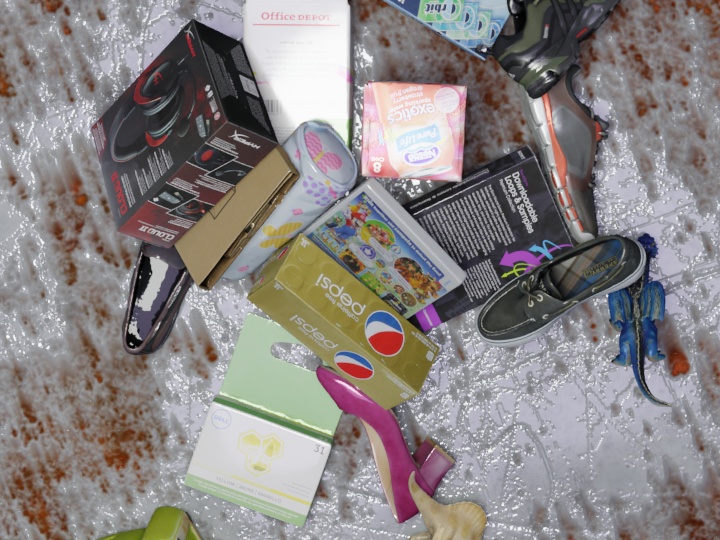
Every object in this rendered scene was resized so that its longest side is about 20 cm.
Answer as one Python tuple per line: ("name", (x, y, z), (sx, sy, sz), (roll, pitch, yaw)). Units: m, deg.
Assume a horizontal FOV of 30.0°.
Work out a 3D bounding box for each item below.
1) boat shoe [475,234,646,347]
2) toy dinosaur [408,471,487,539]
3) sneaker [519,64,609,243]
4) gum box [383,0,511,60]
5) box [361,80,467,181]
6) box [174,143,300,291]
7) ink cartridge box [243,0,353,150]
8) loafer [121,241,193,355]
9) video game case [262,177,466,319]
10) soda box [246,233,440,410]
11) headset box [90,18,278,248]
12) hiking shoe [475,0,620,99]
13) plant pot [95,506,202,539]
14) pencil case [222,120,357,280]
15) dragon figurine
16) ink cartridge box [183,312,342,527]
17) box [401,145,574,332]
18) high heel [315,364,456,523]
("boat shoe", (0.201, 0.017, 1.407), (0.200, 0.057, 0.069), (-30, 64, 20))
("toy dinosaur", (0.090, 0.291, 1.493), (0.101, 0.058, 0.200), (-45, 115, 7))
("sneaker", (0.233, -0.128, 1.435), (0.082, 0.077, 0.201), (-17, 96, -1))
("gum box", (0.111, -0.344, 1.385), (0.170, 0.045, 0.200), (23, 100, -39))
("box", (0.055, -0.143, 1.378), (0.102, 0.200, 0.095), (4, 96, 2))
("box", (-0.156, -0.102, 1.408), (0.164, 0.021, 0.200), (-50, 50, 19))
("ink cartridge box", (-0.066, -0.226, 1.443), (0.117, 0.067, 0.201), (2, 97, 4))
("loafer", (-0.216, 0.001, 1.479), (0.072, 0.063, 0.201), (18, 96, 1))
("video game case", (0.000, 0.000, 1.422), (0.143, 0.018, 0.200), (46, 136, -9))
("soda box", (-0.017, 0.055, 1.405), (0.200, 0.064, 0.068), (39, 53, -15))
("headset box", (-0.191, -0.131, 1.379), (0.200, 0.075, 0.149), (-40, 52, 27))
("hiking shoe", (0.206, -0.280, 1.396), (0.101, 0.076, 0.200), (37, 73, -2))
("plant pot", (-0.237, 0.379, 1.461), (0.181, 0.200, 0.199), (-31, 93, -1))
("pencil case", (-0.094, -0.072, 1.416), (0.200, 0.083, 0.091), (-36, 55, 32))
("dragon figurine", (0.291, 0.047, 1.417), (0.059, 0.200, 0.100), (-3, 132, 10))
("ink cartridge box", (-0.097, 0.167, 1.500), (0.145, 0.048, 0.201), (20, 99, 1))
("box", (0.119, -0.031, 1.444), (0.199, 0.036, 0.143), (-24, 121, 6))
("high heel", (0.008, 0.190, 1.477), (0.200, 0.067, 0.096), (41, 87, -23))
